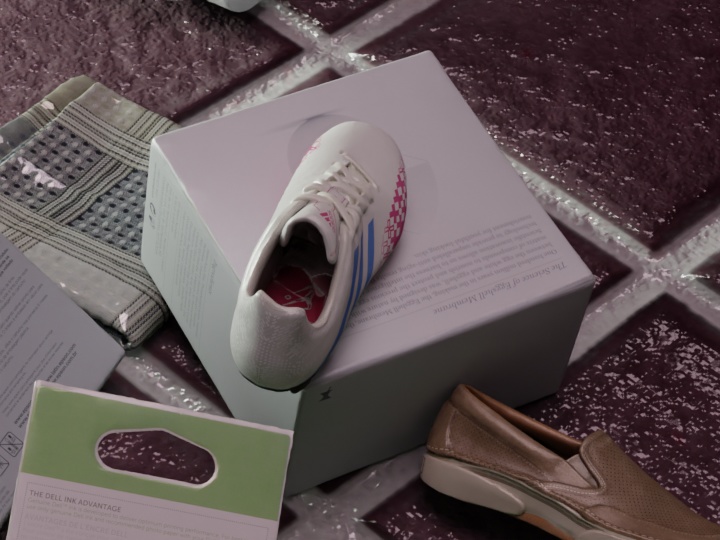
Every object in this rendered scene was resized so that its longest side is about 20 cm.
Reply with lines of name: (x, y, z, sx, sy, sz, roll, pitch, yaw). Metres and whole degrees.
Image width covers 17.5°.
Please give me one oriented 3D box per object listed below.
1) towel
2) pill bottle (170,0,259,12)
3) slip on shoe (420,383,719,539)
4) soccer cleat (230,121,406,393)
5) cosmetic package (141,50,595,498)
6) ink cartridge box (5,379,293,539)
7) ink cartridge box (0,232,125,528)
towel: (-0.169, -0.048, 1.536, 0.199, 0.035, 0.193, 26, 48, 22)
pill bottle: (-0.155, -0.263, 1.706, 0.199, 0.113, 0.112, 27, 48, 23)
slip on shoe: (0.132, 0.122, 1.345, 0.199, 0.061, 0.076, 19, 8, 22)
soccer cleat: (-0.016, -0.023, 1.301, 0.070, 0.087, 0.200, 18, 51, 5)
cosmetic package: (0.000, 0.000, 1.419, 0.199, 0.123, 0.200, -19, 56, -23)
ink cartridge box: (-0.121, 0.171, 1.214, 0.145, 0.048, 0.201, 12, 71, -11)
ink cartridge box: (-0.258, 0.049, 1.348, 0.200, 0.043, 0.197, 44, 47, -11)
